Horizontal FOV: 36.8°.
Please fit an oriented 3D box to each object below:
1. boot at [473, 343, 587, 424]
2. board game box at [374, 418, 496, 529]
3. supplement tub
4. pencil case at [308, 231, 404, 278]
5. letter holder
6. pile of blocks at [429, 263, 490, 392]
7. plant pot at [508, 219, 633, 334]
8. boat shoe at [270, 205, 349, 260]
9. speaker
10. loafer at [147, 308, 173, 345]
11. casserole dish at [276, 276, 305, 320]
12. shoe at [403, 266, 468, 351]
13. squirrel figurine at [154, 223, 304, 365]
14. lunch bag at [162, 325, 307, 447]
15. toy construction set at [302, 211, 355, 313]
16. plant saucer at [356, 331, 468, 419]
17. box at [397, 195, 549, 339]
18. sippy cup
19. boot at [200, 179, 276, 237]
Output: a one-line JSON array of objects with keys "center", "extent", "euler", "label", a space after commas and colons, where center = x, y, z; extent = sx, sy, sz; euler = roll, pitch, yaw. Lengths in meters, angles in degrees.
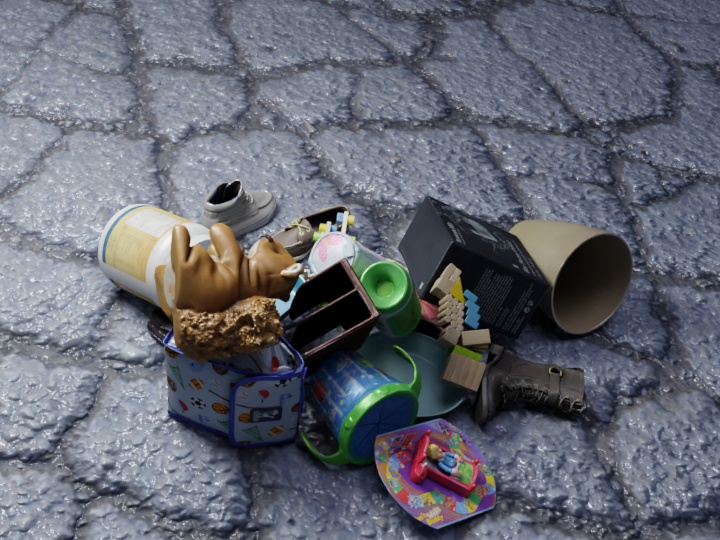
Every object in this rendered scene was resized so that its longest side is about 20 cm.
[{"center": [0.276, 0.192, 1.716], "extent": [0.172, 0.070, 0.200], "euler": [17, 34, 8], "label": "boot"}, {"center": [0.117, 0.275, 1.536], "extent": [0.199, 0.039, 0.159], "euler": [-8, 54, -40], "label": "board game box"}, {"center": [-0.310, -0.016, 1.731], "extent": [0.199, 0.146, 0.144], "euler": [21, 34, 39], "label": "supplement tub"}, {"center": [0.000, 0.000, 1.759], "extent": [0.090, 0.084, 0.199], "euler": [0, -14, 31], "label": "pencil case"}, {"center": [-0.067, 0.084, 1.614], "extent": [0.141, 0.200, 0.101], "euler": [-29, 79, -15], "label": "letter holder"}, {"center": [0.155, 0.093, 1.706], "extent": [0.081, 0.062, 0.203], "euler": [-1, 79, -11], "label": "pile of blocks"}, {"center": [0.352, -0.013, 1.941], "extent": [0.186, 0.189, 0.200], "euler": [-11, 27, -28], "label": "plant pot"}, {"center": [-0.099, -0.068, 1.965], "extent": [0.199, 0.060, 0.072], "euler": [-20, 47, -35], "label": "boat shoe"}, {"center": [0.048, 0.047, 1.678], "extent": [0.087, 0.200, 0.090], "euler": [-2, 75, 8], "label": "speaker"}, {"center": [-0.247, 0.101, 1.696], "extent": [0.199, 0.063, 0.072], "euler": [26, 40, 18], "label": "loafer"}, {"center": [-0.171, 0.052, 1.677], "extent": [0.121, 0.039, 0.200], "euler": [34, 51, 23], "label": "casserole dish"}, {"center": [0.091, 0.063, 1.832], "extent": [0.199, 0.072, 0.091], "euler": [31, 34, 17], "label": "shoe"}, {"center": [-0.167, 0.036, 1.479], "extent": [0.185, 0.142, 0.202], "euler": [-2, 57, -25], "label": "squirrel figurine"}, {"center": [-0.175, 0.158, 1.545], "extent": [0.198, 0.171, 0.124], "euler": [19, 48, 9], "label": "lunch bag"}, {"center": [-0.058, 0.001, 1.823], "extent": [0.091, 0.132, 0.200], "euler": [17, 37, 10], "label": "toy construction set"}, {"center": [0.073, 0.172, 1.714], "extent": [0.198, 0.036, 0.201], "euler": [8, 36, -6], "label": "plant saucer"}, {"center": [0.188, -0.007, 1.842], "extent": [0.198, 0.118, 0.197], "euler": [22, 21, -20], "label": "box"}, {"center": [-0.005, 0.189, 1.581], "extent": [0.177, 0.141, 0.130], "euler": [-17, 45, -34], "label": "sippy cup"}, {"center": [-0.217, -0.124, 1.976], "extent": [0.073, 0.096, 0.200], "euler": [26, 39, 19], "label": "boot"}]
